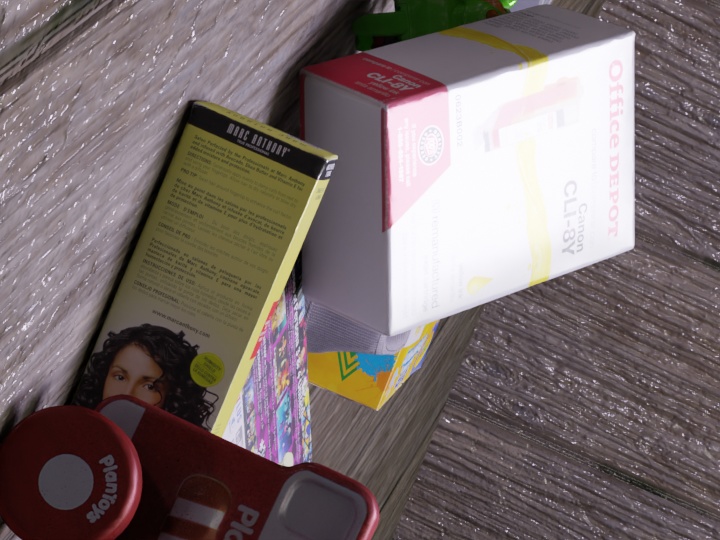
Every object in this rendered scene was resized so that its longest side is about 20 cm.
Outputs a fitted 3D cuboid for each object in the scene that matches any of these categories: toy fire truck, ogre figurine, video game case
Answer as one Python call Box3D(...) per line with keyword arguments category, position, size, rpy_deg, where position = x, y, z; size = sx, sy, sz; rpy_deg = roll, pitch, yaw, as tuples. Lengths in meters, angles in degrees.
Box3D(category="toy fire truck", position=(-0.100, 0.161, 1.317), size=(0.112, 0.167, 0.201), rpy_deg=(78, 36, -79))
Box3D(category="ogre figurine", position=(0.050, -0.138, 1.798), size=(0.120, 0.098, 0.201), rpy_deg=(35, 71, -73))
Box3D(category="video game case", position=(-0.075, 0.098, 1.671), size=(0.181, 0.036, 0.201), rpy_deg=(-59, 153, -50))

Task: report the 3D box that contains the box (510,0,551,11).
Box3D(category="box", position=(0.178, -0.322, 2.481), size=(0.156, 0.041, 0.200), rpy_deg=(-58, 170, -56))

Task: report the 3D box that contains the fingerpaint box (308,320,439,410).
Box3D(category="fingerpaint box", position=(0.028, 0.005, 2.250), size=(0.200, 0.073, 0.167), rpy_deg=(-38, 150, -76))

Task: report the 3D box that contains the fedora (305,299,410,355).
Box3D(category="fedora", position=(0.000, 0.000, 1.921), size=(0.200, 0.090, 0.177), rpy_deg=(-53, 165, -64))

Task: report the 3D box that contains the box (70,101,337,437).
Box3D(category="box", position=(-0.082, 0.023, 1.407), size=(0.050, 0.075, 0.201), rpy_deg=(-12, 124, -82))

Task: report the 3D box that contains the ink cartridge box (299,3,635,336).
Box3D(category="ink cartridge box", position=(0.066, -0.063, 1.698), size=(0.200, 0.083, 0.146), rpy_deg=(-19, 118, -36))
